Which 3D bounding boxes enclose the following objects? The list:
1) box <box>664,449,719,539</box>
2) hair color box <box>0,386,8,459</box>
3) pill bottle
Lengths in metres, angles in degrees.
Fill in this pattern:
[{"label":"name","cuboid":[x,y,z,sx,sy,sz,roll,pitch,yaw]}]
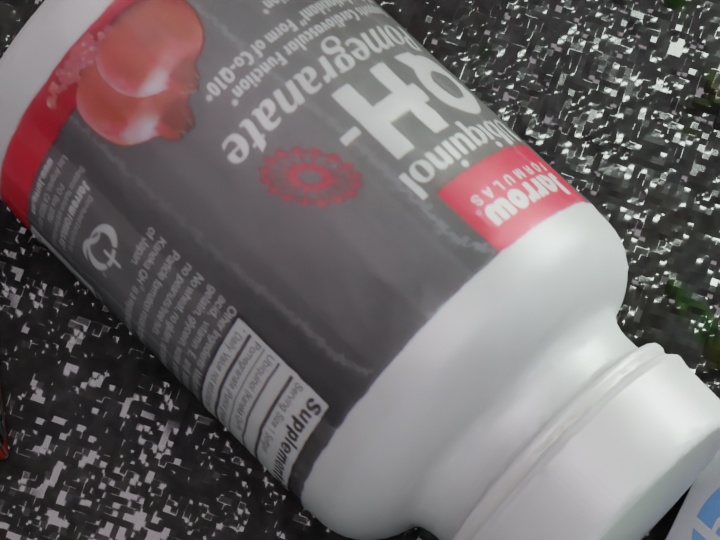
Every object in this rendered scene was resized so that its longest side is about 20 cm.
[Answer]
[{"label":"box","cuboid":[0.180,0.034,0.730,0.041,0.200,0.156,36,74,-31]},{"label":"hair color box","cuboid":[-0.203,0.014,0.804,0.199,0.061,0.102,-8,73,0]},{"label":"pill bottle","cuboid":[0.000,0.000,0.776,0.111,0.111,0.200,-44,77,-11]}]
